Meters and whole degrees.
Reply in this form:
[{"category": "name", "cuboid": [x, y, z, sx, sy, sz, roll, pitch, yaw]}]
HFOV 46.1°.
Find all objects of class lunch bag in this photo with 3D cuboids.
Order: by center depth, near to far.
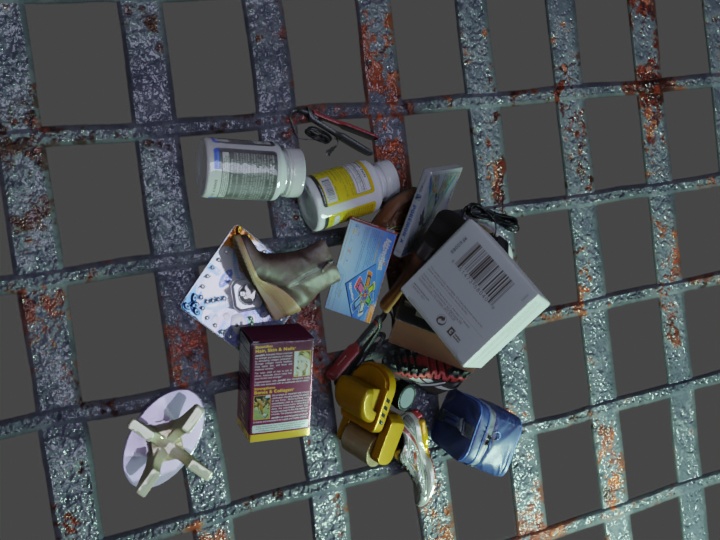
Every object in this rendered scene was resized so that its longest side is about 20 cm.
[{"category": "lunch bag", "cuboid": [0.239, 0.341, 1.795, 0.130, 0.200, 0.138, 22, 88, -19]}]

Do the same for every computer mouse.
[{"category": "computer mouse", "cuboid": [0.248, -0.049, 1.759, 0.138, 0.046, 0.203, 23, 71, -1]}]

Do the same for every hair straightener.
[{"category": "hair straightener", "cuboid": [-0.060, -0.278, 1.743, 0.197, 0.041, 0.078, 21, 82, -23]}, {"category": "hair straightener", "cuboid": [0.009, 0.166, 1.780, 0.201, 0.041, 0.077, -54, 135, -20]}]

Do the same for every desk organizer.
[{"category": "desk organizer", "cuboid": [0.162, 0.135, 1.771, 0.197, 0.078, 0.072, 20, 44, 1]}]

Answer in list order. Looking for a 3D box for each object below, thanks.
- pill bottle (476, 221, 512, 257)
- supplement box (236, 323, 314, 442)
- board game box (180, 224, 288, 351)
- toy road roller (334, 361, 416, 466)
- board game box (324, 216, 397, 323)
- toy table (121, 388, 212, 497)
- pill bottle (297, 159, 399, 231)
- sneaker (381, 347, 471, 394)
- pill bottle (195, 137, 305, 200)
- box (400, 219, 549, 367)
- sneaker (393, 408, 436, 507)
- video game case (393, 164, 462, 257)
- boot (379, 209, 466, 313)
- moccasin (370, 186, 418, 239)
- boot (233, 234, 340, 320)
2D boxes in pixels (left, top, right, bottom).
[{"category": "pill bottle", "cuboid": [0.224, 0.002, 1.828, 0.200, 0.119, 0.120, -43, 106, -17]}, {"category": "supplement box", "cuboid": [-0.168, 0.216, 1.648, 0.128, 0.103, 0.204, -1, 104, -23]}, {"category": "board game box", "cuboid": [-0.223, 0.047, 1.683, 0.199, 0.026, 0.202, 38, 76, -19]}, {"category": "toy road roller", "cuboid": [0.007, 0.283, 1.699, 0.145, 0.122, 0.204, 15, 95, -50]}, {"category": "board game box", "cuboid": [0.000, 0.000, 1.717, 0.101, 0.019, 0.203, 19, 112, 3]}, {"category": "toy table", "cuboid": [-0.361, 0.320, 1.577, 0.182, 0.117, 0.203, 27, 81, -21]}, {"category": "pill bottle", "cuboid": [-0.022, -0.160, 1.723, 0.197, 0.111, 0.113, -19, 98, -22]}, {"category": "sneaker", "cuboid": [0.135, 0.220, 1.807, 0.196, 0.099, 0.072, 7, 46, -13]}, {"category": "pill bottle", "cuboid": [-0.212, -0.194, 1.639, 0.196, 0.113, 0.116, 1, 90, -23]}, {"category": "box", "cuboid": [0.223, 0.049, 1.635, 0.200, 0.171, 0.200, -44, 71, 11]}, {"category": "sneaker", "cuboid": [0.107, 0.405, 1.812, 0.081, 0.078, 0.204, -10, 85, -19]}, {"category": "video game case", "cuboid": [0.141, -0.126, 1.740, 0.022, 0.199, 0.185, 26, 109, 19]}, {"category": "boot", "cuboid": [0.132, -0.016, 1.735, 0.068, 0.201, 0.189, 34, 39, 2]}, {"category": "moccasin", "cuboid": [0.060, -0.087, 1.734, 0.201, 0.073, 0.078, -46, 68, 10]}, {"category": "boot", "cuboid": [-0.144, -0.019, 1.661, 0.165, 0.072, 0.202, -34, 114, -14]}]
